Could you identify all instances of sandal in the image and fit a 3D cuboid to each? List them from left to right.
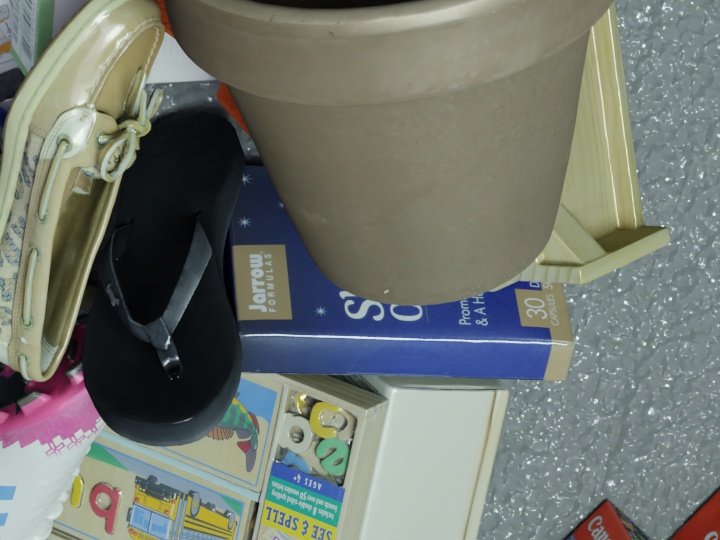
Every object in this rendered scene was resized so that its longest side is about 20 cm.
[{"bbox_3d":[-0.096,-0.002,1.189,0.076,0.201,0.043,-9,139,9],"label":"sandal"}]

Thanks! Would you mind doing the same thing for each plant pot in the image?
[{"bbox_3d":[0.023,-0.087,1.085,0.199,0.201,0.175,-13,126,-4],"label":"plant pot"}]

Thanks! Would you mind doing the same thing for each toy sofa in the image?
[{"bbox_3d":[0.078,-0.096,1.194,0.083,0.097,0.201,-23,108,-48],"label":"toy sofa"}]

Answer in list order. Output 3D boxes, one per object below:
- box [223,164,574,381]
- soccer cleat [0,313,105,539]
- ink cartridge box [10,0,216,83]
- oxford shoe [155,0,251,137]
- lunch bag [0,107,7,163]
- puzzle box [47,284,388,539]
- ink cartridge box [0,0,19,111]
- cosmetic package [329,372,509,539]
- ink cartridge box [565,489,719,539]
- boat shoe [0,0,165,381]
[{"bbox_3d":[0.000,0.000,1.240,0.199,0.122,0.033,1,135,-8],"label":"box"},{"bbox_3d":[-0.171,0.098,1.250,0.200,0.070,0.086,-35,117,18],"label":"soccer cleat"},{"bbox_3d":[-0.063,-0.163,1.198,0.199,0.048,0.146,-5,121,-22],"label":"ink cartridge box"},{"bbox_3d":[-0.057,-0.135,1.162,0.073,0.071,0.200,-51,127,-21],"label":"oxford shoe"},{"bbox_3d":[-0.257,-0.013,1.193,0.199,0.128,0.171,14,115,-40],"label":"lunch bag"},{"bbox_3d":[-0.089,0.095,1.251,0.199,0.025,0.134,19,108,23],"label":"puzzle box"},{"bbox_3d":[-0.216,-0.155,1.206,0.160,0.050,0.201,-21,128,-1],"label":"ink cartridge box"},{"bbox_3d":[0.005,0.134,1.288,0.073,0.104,0.201,2,110,-27],"label":"cosmetic package"},{"bbox_3d":[0.134,0.180,1.325,0.200,0.109,0.050,-45,109,7],"label":"ink cartridge box"},{"bbox_3d":[-0.131,-0.042,1.161,0.063,0.073,0.201,36,119,17],"label":"boat shoe"}]
